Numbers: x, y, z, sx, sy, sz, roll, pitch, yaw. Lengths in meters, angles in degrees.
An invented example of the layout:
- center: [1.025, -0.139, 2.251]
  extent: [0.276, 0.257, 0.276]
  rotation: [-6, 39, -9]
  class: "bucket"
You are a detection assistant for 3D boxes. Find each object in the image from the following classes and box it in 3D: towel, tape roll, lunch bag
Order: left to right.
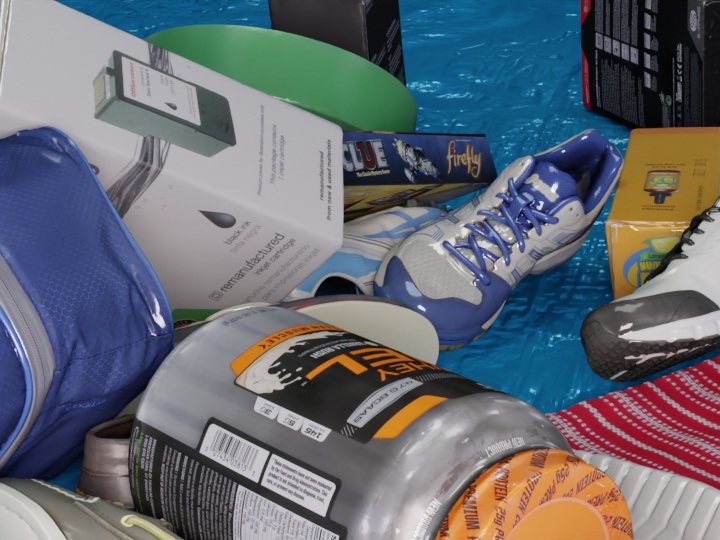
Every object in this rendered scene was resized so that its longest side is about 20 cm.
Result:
- center: [-0.198, 0.040, 0.847]
  extent: [0.132, 0.136, 0.200]
  rotation: [-23, -16, -46]
  class: "lunch bag"
- center: [-0.062, -0.102, 1.255]
  extent: [0.199, 0.049, 0.201]
  rotation: [10, -16, 3]
  class: "tape roll"
- center: [0.173, 0.082, 0.904]
  extent: [0.199, 0.023, 0.144]
  rotation: [-15, 23, -30]
  class: "towel"

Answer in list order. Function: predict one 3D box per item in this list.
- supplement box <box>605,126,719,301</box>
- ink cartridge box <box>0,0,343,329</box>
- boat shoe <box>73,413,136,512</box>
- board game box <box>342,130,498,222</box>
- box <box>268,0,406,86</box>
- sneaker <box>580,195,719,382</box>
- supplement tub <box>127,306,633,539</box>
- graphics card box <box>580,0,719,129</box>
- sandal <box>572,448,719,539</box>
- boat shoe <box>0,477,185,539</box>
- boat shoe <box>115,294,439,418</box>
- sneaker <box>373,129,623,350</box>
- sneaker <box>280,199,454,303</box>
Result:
- center: [0.194, -0.033, 1.157]
  extent: [0.066, 0.069, 0.200]
  rotation: [0, 18, 13]
  class: "supplement box"
- center: [-0.129, -0.042, 0.959]
  extent: [0.199, 0.146, 0.085]
  rotation: [21, 49, -28]
  class: "ink cartridge box"
- center: [-0.047, 0.077, 0.876]
  extent: [0.074, 0.074, 0.199]
  rotation: [15, 27, 42]
  class: "boat shoe"
- center: [-0.020, -0.049, 1.138]
  extent: [0.135, 0.035, 0.200]
  rotation: [-18, -7, 30]
  class: "board game box"
- center: [-0.014, -0.170, 1.464]
  extent: [0.078, 0.142, 0.200]
  rotation: [0, 19, 8]
  class: "box"
- center: [0.187, 0.004, 1.007]
  extent: [0.199, 0.081, 0.074]
  rotation: [-16, -9, -39]
  class: "sneaker"
- center: [0.006, 0.094, 0.749]
  extent: [0.122, 0.124, 0.199]
  rotation: [-19, 25, -37]
  class: "supplement tub"
- center: [0.235, -0.168, 1.439]
  extent: [0.050, 0.126, 0.200]
  rotation: [-9, 20, -17]
  class: "graphics card box"
- center: [0.118, 0.121, 0.753]
  extent: [0.050, 0.083, 0.203]
  rotation: [35, 0, -27]
  class: "sandal"
- center: [-0.091, 0.132, 0.739]
  extent: [0.060, 0.073, 0.201]
  rotation: [-18, 30, -39]
  class: "boat shoe"
- center: [-0.058, 0.052, 0.966]
  extent: [0.199, 0.072, 0.063]
  rotation: [-14, 19, -16]
  class: "boat shoe"
- center: [0.082, -0.028, 1.085]
  extent: [0.075, 0.088, 0.200]
  rotation: [42, 43, 10]
  class: "sneaker"
- center: [0.000, 0.000, 1.122]
  extent: [0.072, 0.073, 0.199]
  rotation: [-24, -9, 38]
  class: "sneaker"
